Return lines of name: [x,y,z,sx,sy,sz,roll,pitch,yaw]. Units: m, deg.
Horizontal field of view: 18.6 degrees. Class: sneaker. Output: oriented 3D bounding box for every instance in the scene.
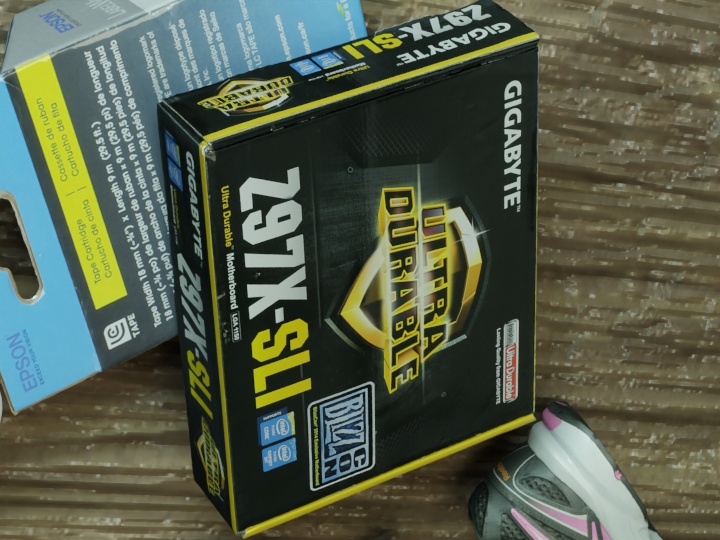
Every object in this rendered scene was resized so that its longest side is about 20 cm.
sneaker: [0.119,0.158,1.137,0.086,0.080,0.200,-35,115,2]

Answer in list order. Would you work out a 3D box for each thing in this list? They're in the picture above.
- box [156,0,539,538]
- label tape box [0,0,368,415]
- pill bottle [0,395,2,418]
box: [0.000,0.000,0.940,0.159,0.049,0.201,-18,127,-23]
label tape box: [-0.088,-0.050,0.934,0.199,0.063,0.145,-25,121,-19]
pill bottle: [-0.221,-0.008,0.848,0.112,0.113,0.201,-27,120,-17]
